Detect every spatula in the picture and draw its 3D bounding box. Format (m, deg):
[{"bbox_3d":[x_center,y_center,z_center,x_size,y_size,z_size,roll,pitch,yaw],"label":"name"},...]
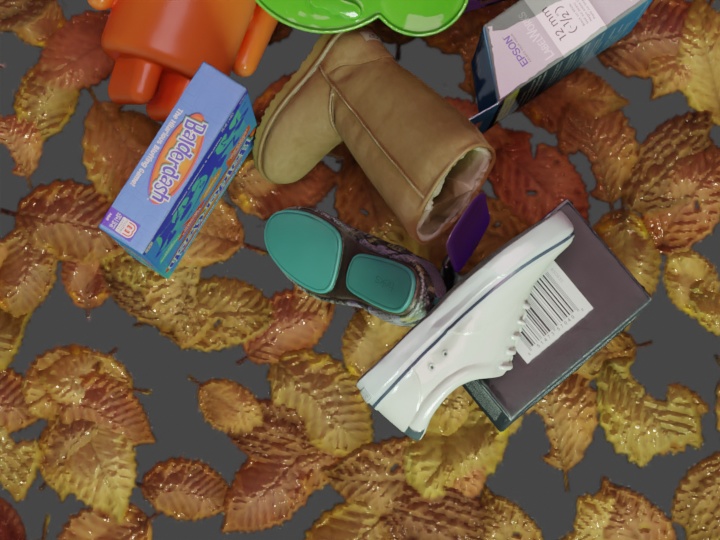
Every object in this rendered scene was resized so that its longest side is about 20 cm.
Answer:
[{"bbox_3d":[0.079,-0.011,1.451,0.020,0.200,0.057,32,74,5],"label":"spatula"}]

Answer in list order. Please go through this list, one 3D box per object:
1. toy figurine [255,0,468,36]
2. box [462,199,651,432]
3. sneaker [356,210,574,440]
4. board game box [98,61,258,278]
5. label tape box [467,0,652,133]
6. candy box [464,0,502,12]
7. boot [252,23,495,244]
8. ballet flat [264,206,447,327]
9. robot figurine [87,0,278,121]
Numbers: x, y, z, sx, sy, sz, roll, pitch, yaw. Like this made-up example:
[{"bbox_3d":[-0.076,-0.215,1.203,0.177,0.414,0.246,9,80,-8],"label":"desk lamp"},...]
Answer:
[{"bbox_3d":[-0.005,-0.285,1.494,0.199,0.184,0.151,23,111,-9],"label":"toy figurine"},{"bbox_3d":[0.138,0.042,1.444,0.148,0.200,0.104,-40,83,-4],"label":"box"},{"bbox_3d":[0.090,0.042,1.315,0.200,0.073,0.071,-43,90,5],"label":"sneaker"},{"bbox_3d":[-0.143,-0.076,1.457,0.045,0.200,0.153,32,86,2],"label":"board game box"},{"bbox_3d":[0.141,-0.185,1.496,0.199,0.143,0.066,-33,86,-3],"label":"label tape box"},{"bbox_3d":[0.155,-0.291,1.479,0.166,0.200,0.072,-17,84,-2],"label":"candy box"},{"bbox_3d":[0.003,-0.091,1.453,0.200,0.066,0.176,52,124,36],"label":"boot"},{"bbox_3d":[0.000,0.000,1.496,0.200,0.072,0.072,26,83,45],"label":"ballet flat"},{"bbox_3d":[-0.149,-0.228,1.514,0.143,0.117,0.201,19,84,9],"label":"robot figurine"}]
